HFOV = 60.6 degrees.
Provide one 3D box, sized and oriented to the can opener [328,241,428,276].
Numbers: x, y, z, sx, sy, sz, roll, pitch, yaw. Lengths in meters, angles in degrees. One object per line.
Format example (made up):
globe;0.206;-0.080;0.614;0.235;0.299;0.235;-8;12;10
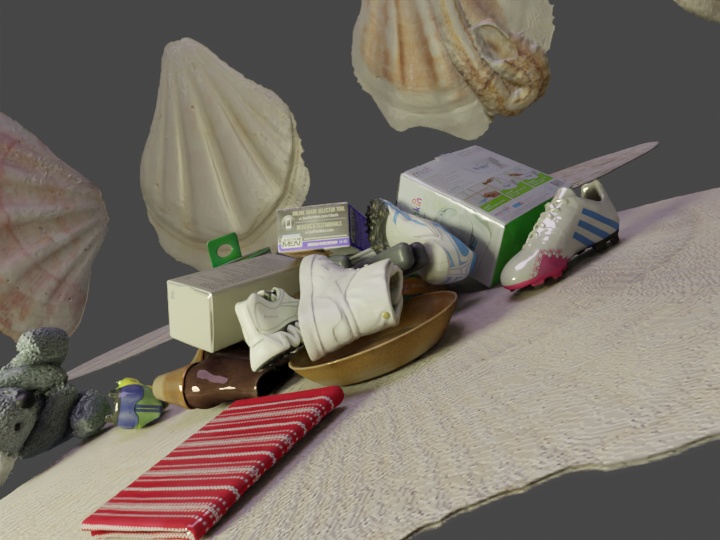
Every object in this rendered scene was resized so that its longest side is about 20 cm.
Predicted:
can opener;0.000;0.000;0.785;0.052;0.069;0.197;-7;-10;-43

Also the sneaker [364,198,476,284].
sneaker;0.071;-0.039;0.809;0.071;0.074;0.199;-1;27;-36

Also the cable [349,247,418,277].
cable;0.036;0.008;0.943;0.197;0.071;0.197;-26;-10;40

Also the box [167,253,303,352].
box;-0.162;0.038;0.856;0.093;0.080;0.198;12;19;34

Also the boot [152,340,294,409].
boot;-0.152;0.131;0.803;0.161;0.075;0.199;-5;8;21

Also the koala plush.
koala plush;-0.489;0.207;0.850;0.181;0.180;0.200;-32;5;6

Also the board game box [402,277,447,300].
board game box;0.043;0.034;0.810;0.094;0.031;0.198;-22;-8;27

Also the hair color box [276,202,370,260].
hair color box;-0.045;-0.050;0.931;0.106;0.067;0.200;-5;-7;12

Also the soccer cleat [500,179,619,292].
soccer cleat;0.226;-0.044;0.722;0.197;0.089;0.069;-26;7;-30

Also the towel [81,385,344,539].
towel;-0.112;0.156;0.514;0.142;0.023;0.199;-17;10;34

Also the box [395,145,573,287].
box;0.172;-0.089;0.871;0.174;0.099;0.198;29;38;31

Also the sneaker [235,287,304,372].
sneaker;-0.087;0.057;0.740;0.074;0.082;0.200;-34;-6;12

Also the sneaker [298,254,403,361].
sneaker;-0.007;0.023;0.672;0.112;0.075;0.201;-19;23;2

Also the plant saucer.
plant saucer;0.018;0.077;0.663;0.195;0.036;0.200;-22;5;2

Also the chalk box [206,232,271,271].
chalk box;-0.214;0.040;1.082;0.123;0.206;0.122;-24;6;-37

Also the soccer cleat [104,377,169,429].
soccer cleat;-0.316;0.192;0.881;0.081;0.067;0.200;8;-9;-17
